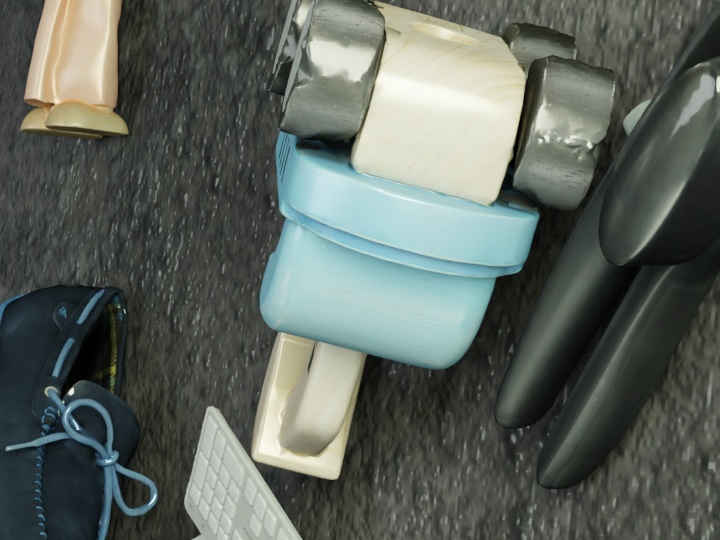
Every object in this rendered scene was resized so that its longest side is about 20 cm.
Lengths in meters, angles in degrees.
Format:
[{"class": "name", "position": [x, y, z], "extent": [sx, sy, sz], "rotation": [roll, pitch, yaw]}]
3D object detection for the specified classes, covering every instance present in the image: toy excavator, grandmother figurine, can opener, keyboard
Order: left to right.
[{"class": "grandmother figurine", "position": [-0.138, -0.171, 1.141], "extent": [0.121, 0.060, 0.201], "rotation": [1, 86, 54]}, {"class": "keyboard", "position": [-0.018, 0.135, 0.822], "extent": [0.200, 0.011, 0.056], "rotation": [52, 145, 39]}, {"class": "toy excavator", "position": [0.000, 0.000, 0.770], "extent": [0.195, 0.100, 0.200], "rotation": [-103, 29, -75]}, {"class": "can opener", "position": [0.085, -0.007, 0.665], "extent": [0.200, 0.078, 0.064], "rotation": [117, 140, -48]}]

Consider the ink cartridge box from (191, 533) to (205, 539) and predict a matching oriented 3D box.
[{"class": "ink cartridge box", "position": [-0.078, 0.207, 0.941], "extent": [0.200, 0.047, 0.160], "rotation": [-34, 52, 48]}]

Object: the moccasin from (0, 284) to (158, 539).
[{"class": "moccasin", "position": [-0.138, 0.072, 1.031], "extent": [0.081, 0.068, 0.200], "rotation": [65, -169, -46]}]
